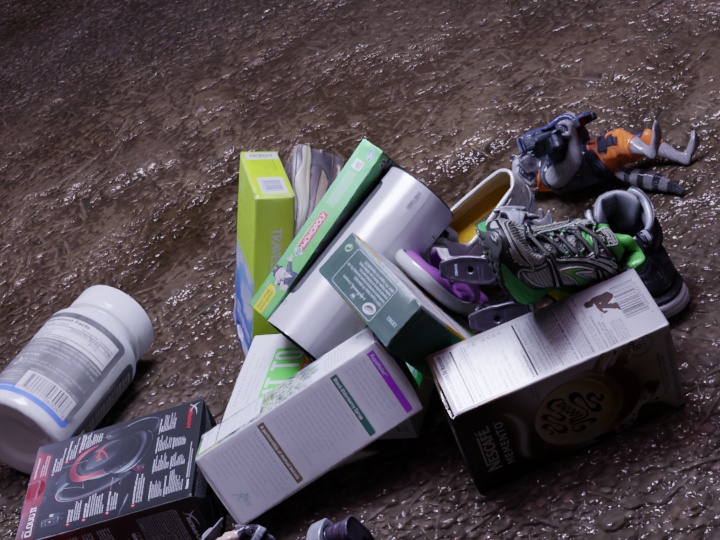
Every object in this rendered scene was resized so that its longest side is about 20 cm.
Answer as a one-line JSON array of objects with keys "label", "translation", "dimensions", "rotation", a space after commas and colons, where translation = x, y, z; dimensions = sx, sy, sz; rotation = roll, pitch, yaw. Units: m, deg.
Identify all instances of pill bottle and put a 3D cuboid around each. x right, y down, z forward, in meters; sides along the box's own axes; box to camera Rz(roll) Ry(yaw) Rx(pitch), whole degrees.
[{"label": "pill bottle", "translation": [-0.311, 0.113, 1.624], "dimensions": [0.114, 0.114, 0.200], "rotation": [-1, 36, 32]}]

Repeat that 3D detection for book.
[{"label": "book", "translation": [-0.026, 0.117, 1.503], "dimensions": [0.200, 0.048, 0.134], "rotation": [-6, 35, 21]}]

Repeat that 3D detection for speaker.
[{"label": "speaker", "translation": [0.000, 0.000, 1.487], "dimensions": [0.200, 0.081, 0.081], "rotation": [-51, 35, -5]}]

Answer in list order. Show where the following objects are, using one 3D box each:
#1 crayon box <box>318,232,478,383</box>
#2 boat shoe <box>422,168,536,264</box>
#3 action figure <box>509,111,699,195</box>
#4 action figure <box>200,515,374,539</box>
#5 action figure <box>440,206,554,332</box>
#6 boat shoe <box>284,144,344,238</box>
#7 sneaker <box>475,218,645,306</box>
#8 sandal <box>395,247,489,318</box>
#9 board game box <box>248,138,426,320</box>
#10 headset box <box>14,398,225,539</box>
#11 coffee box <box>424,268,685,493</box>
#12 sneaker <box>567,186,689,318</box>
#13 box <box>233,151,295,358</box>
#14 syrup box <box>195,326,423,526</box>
[{"label": "crayon box", "translation": [0.062, 0.058, 1.394], "dimensions": [0.052, 0.200, 0.126], "rotation": [-48, 45, 5]}, {"label": "boat shoe", "translation": [0.089, -0.028, 1.546], "dimensions": [0.200, 0.070, 0.071], "rotation": [-39, 53, 3]}, {"label": "action figure", "translation": [0.243, -0.117, 1.638], "dimensions": [0.193, 0.105, 0.200], "rotation": [-7, 9, 34]}, {"label": "action figure", "translation": [-0.085, 0.262, 1.291], "dimensions": [0.200, 0.069, 0.130], "rotation": [-9, 40, 29]}, {"label": "action figure", "translation": [0.144, 0.005, 1.425], "dimensions": [0.069, 0.130, 0.200], "rotation": [-15, 1, 23]}, {"label": "boat shoe", "translation": [-0.045, -0.039, 1.658], "dimensions": [0.073, 0.201, 0.074], "rotation": [4, -10, -11]}, {"label": "sneaker", "translation": [0.173, -0.019, 1.318], "dimensions": [0.085, 0.200, 0.078], "rotation": [-36, 65, 31]}, {"label": "sandal", "translation": [0.089, 0.005, 1.462], "dimensions": [0.082, 0.203, 0.050], "rotation": [40, 95, 22]}, {"label": "board game box", "translation": [-0.020, -0.028, 1.547], "dimensions": [0.029, 0.135, 0.200], "rotation": [37, 93, 25]}, {"label": "headset box", "translation": [-0.232, 0.217, 1.444], "dimensions": [0.200, 0.075, 0.149], "rotation": [-17, 30, 9]}, {"label": "coffee box", "translation": [0.169, 0.097, 1.322], "dimensions": [0.200, 0.113, 0.080], "rotation": [-24, 44, 0]}, {"label": "sneaker", "translation": [0.246, -0.036, 1.489], "dimensions": [0.075, 0.114, 0.200], "rotation": [-28, 31, -10]}, {"label": "box", "translation": [-0.104, -0.012, 1.631], "dimensions": [0.048, 0.200, 0.122], "rotation": [-2, 27, -12]}, {"label": "syrup box", "translation": [-0.046, 0.138, 1.384], "dimensions": [0.200, 0.082, 0.079], "rotation": [-33, 10, 5]}]
